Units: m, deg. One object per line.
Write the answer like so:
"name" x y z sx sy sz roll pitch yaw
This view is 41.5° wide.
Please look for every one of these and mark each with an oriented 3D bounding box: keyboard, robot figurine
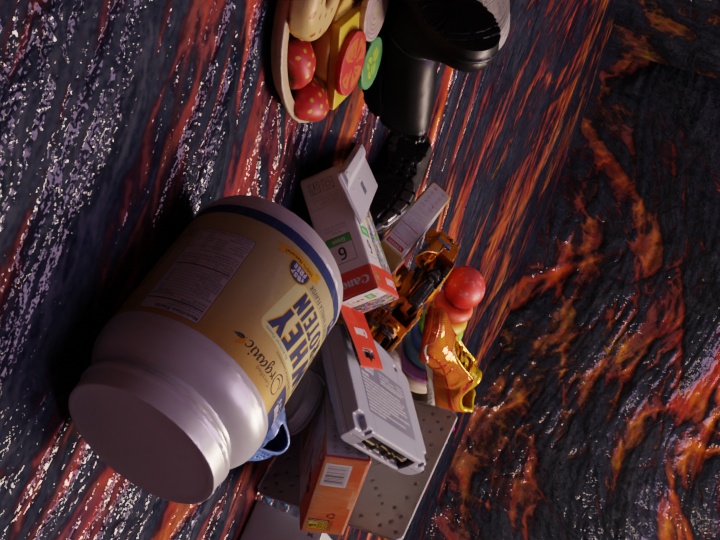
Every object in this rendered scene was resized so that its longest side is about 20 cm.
"keyboard" -0.001 -0.096 1.029 0.200 0.010 0.057 -71 142 -73
"robot figurine" 0.057 0.028 1.170 0.146 0.058 0.200 -53 178 30

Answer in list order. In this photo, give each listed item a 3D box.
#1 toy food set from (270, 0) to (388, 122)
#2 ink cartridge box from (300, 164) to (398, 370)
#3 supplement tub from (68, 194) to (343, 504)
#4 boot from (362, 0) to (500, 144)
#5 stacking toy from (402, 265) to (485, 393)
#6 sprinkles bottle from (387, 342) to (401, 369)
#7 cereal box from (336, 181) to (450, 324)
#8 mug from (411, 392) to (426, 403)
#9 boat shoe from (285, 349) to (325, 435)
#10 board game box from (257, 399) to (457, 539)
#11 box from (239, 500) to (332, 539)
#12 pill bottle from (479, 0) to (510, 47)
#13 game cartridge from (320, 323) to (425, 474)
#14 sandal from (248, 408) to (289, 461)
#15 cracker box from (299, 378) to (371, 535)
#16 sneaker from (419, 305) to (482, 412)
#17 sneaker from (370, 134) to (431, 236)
"toy food set" -0.023 -0.234 0.870 0.199 0.048 0.203 -54 156 -48
"ink cartridge box" 0.000 0.000 1.009 0.109 0.049 0.204 28 43 -75
"supplement tub" -0.112 0.057 0.718 0.146 0.142 0.201 92 23 -46
"boot" 0.063 -0.205 0.961 0.072 0.199 0.165 -14 136 -25
"stacking toy" 0.109 0.074 1.267 0.086 0.084 0.202 -53 172 -47
"sprinkles bottle" 0.023 0.105 1.262 0.202 0.067 0.069 -86 -177 -52
"cereal box" 0.039 -0.022 1.249 0.144 0.039 0.200 -51 179 36
"mug" 0.070 0.131 1.435 0.189 0.147 0.153 -62 179 -14
"boat shoe" -0.068 0.081 1.025 0.086 0.073 0.206 3 104 -74
"board game box" 0.000 0.235 1.201 0.026 0.196 0.201 81 31 -41
"box" -0.099 0.394 1.238 0.201 0.096 0.126 75 37 -64
"pill bottle" 0.119 -0.342 1.117 0.200 0.112 0.116 65 46 -69
"game cartridge" 0.014 0.138 1.040 0.200 0.040 0.136 44 31 -56
"sandal" -0.105 0.156 0.946 0.080 0.086 0.201 -52 159 -12
"cracker box" -0.034 0.185 1.118 0.202 0.056 0.136 -93 -164 -50
"sneaker" 0.115 0.110 1.201 0.201 0.075 0.074 73 24 -52
"sneaker" 0.042 -0.095 1.208 0.080 0.074 0.201 96 20 -45
